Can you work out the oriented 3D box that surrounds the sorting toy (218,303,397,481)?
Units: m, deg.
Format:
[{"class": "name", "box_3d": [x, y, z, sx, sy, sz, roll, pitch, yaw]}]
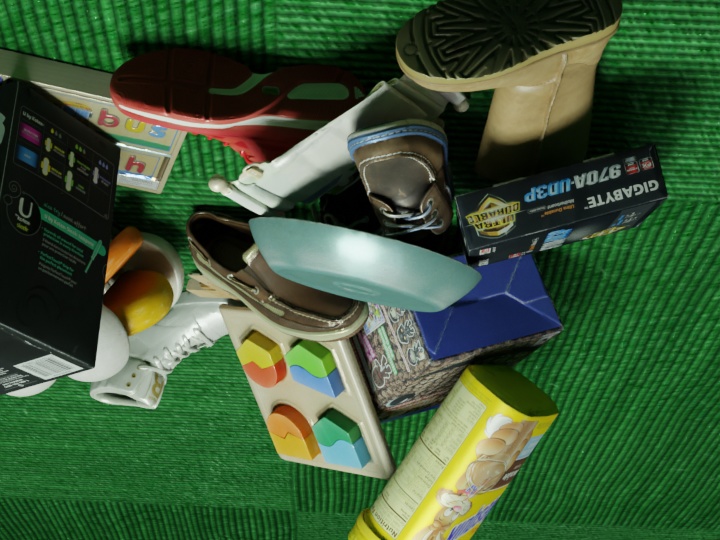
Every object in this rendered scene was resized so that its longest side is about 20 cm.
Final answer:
[{"class": "sorting toy", "box_3d": [-0.057, 0.124, 1.352, 0.199, 0.036, 0.187, 6, 124, 49]}]

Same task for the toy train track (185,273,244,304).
[{"class": "toy train track", "box_3d": [-0.091, 0.011, 1.336, 0.198, 0.033, 0.114, 2, 162, 38]}]

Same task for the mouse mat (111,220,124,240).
[{"class": "mouse mat", "box_3d": [-0.310, -0.037, 1.323, 0.159, 0.008, 0.200, -10, 149, 23]}]

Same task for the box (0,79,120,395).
[{"class": "box", "box_3d": [-0.291, -0.020, 1.082, 0.147, 0.203, 0.124, -16, 149, 31]}]

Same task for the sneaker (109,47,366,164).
[{"class": "sneaker", "box_3d": [-0.099, -0.105, 1.078, 0.197, 0.079, 0.116, 7, 141, -6]}]

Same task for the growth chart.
[{"class": "growth chart", "box_3d": [-0.010, -0.096, 1.054, 0.198, 0.018, 0.145, -32, 161, 6]}]

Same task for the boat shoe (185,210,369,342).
[{"class": "boat shoe", "box_3d": [-0.084, 0.001, 1.236, 0.200, 0.075, 0.075, 21, 154, 30]}]

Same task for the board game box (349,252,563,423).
[{"class": "board game box", "box_3d": [0.073, 0.066, 1.334, 0.158, 0.098, 0.200, -12, 162, -29]}]

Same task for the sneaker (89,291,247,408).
[{"class": "sneaker", "box_3d": [-0.199, 0.091, 1.445, 0.197, 0.117, 0.074, -12, 148, 23]}]

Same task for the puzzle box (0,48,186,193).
[{"class": "puzzle box", "box_3d": [-0.245, -0.124, 1.127, 0.197, 0.026, 0.133, 11, 151, -16]}]

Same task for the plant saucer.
[{"class": "plant saucer", "box_3d": [0.000, 0.000, 1.118, 0.197, 0.037, 0.200, 13, 172, 2]}]

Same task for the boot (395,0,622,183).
[{"class": "boot", "box_3d": [0.107, -0.124, 1.026, 0.172, 0.067, 0.201, -11, 154, -7]}]

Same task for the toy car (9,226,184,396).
[{"class": "toy car", "box_3d": [-0.275, 0.012, 1.267, 0.198, 0.176, 0.151, -13, 115, 28]}]

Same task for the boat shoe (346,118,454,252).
[{"class": "boat shoe", "box_3d": [0.042, -0.060, 1.058, 0.071, 0.074, 0.200, -11, 166, 14]}]

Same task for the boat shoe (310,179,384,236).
[{"class": "boat shoe", "box_3d": [-0.009, -0.048, 1.208, 0.072, 0.069, 0.200, 5, 153, -5]}]

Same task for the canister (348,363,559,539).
[{"class": "canister", "box_3d": [0.091, 0.190, 1.281, 0.086, 0.201, 0.148, 38, -167, 22]}]

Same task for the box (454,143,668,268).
[{"class": "box", "box_3d": [0.158, -0.048, 1.111, 0.157, 0.047, 0.200, -14, 175, 3]}]
